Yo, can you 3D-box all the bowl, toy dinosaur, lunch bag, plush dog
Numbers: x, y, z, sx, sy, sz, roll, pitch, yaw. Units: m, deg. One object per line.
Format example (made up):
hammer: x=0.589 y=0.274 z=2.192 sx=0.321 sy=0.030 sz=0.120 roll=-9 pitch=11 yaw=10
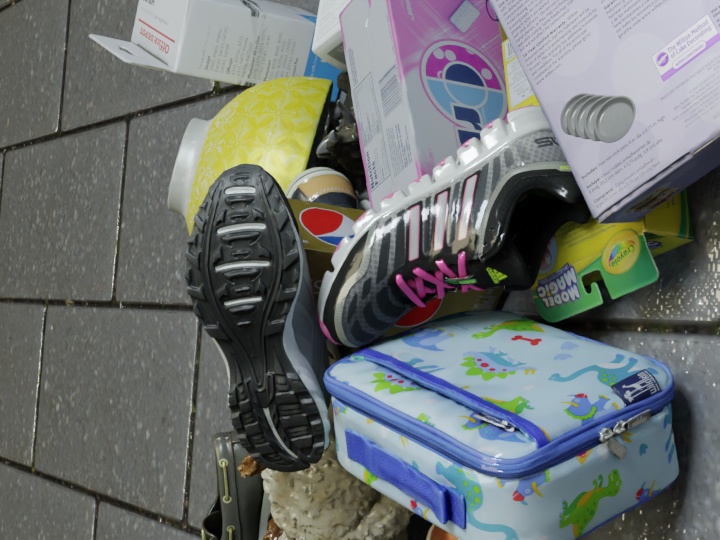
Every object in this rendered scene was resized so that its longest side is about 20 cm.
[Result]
bowl: x=-0.098 y=-0.074 z=1.195 sx=0.200 sy=0.107 sz=0.202 roll=-165 pitch=90 yaw=-89
toy dinosaur: x=0.009 y=-0.118 z=1.153 sx=0.103 sy=0.077 sz=0.201 roll=-56 pitch=9 yaw=34
lunch bag: x=0.081 y=0.092 z=0.875 sx=0.199 sy=0.160 sz=0.083 roll=22 pitch=125 yaw=53
plush dog: x=-0.012 y=0.175 z=1.037 sx=0.199 sy=0.160 sz=0.173 roll=9 pitch=116 yaw=40

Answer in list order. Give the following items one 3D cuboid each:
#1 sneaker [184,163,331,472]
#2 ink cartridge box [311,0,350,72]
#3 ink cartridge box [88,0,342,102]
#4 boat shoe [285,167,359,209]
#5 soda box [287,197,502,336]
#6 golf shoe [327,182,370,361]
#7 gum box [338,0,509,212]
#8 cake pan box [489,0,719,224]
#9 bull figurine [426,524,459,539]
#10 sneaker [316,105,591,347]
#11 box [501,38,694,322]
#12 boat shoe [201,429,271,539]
sneaker: x=-0.061 y=0.026 z=0.916 sx=0.079 sy=0.073 sz=0.202 roll=-70 pitch=-26 yaw=-64
ink cartridge box: x=0.034 y=-0.278 z=1.157 sx=0.162 sy=0.050 sz=0.201 roll=-29 pitch=42 yaw=48
ink cartridge box: x=-0.122 y=-0.206 z=1.250 sx=0.116 sy=0.199 sz=0.067 roll=36 pitch=115 yaw=55
boat shoe: x=-0.042 y=0.020 z=1.088 sx=0.062 sy=0.074 sz=0.201 roll=56 pitch=139 yaw=44
soda box: x=0.000 y=0.000 z=1.006 sx=0.064 sy=0.198 sz=0.068 roll=-66 pitch=32 yaw=27
golf shoe: x=0.010 y=-0.002 z=1.135 sx=0.088 sy=0.077 sz=0.200 roll=60 pitch=142 yaw=21
gum box: x=0.061 y=-0.104 z=1.006 sx=0.066 sy=0.113 sz=0.202 roll=-40 pitch=51 yaw=50
cake pan box: x=0.177 y=-0.155 z=0.807 sx=0.200 sy=0.052 sz=0.185 roll=-39 pitch=67 yaw=34
bull figurine: x=0.076 y=0.224 z=0.938 sx=0.121 sy=0.065 sz=0.201 roll=-47 pitch=64 yaw=52
sneaker: x=0.062 y=-0.013 z=0.885 sx=0.199 sy=0.074 sz=0.088 roll=-39 pitch=52 yaw=2
box: x=0.150 y=-0.074 z=0.918 sx=0.117 sy=0.048 sz=0.202 roll=-28 pitch=60 yaw=54
boat shoe: x=-0.110 y=0.221 z=1.262 sx=0.072 sy=0.060 sz=0.203 roll=-104 pitch=21 yaw=-56
